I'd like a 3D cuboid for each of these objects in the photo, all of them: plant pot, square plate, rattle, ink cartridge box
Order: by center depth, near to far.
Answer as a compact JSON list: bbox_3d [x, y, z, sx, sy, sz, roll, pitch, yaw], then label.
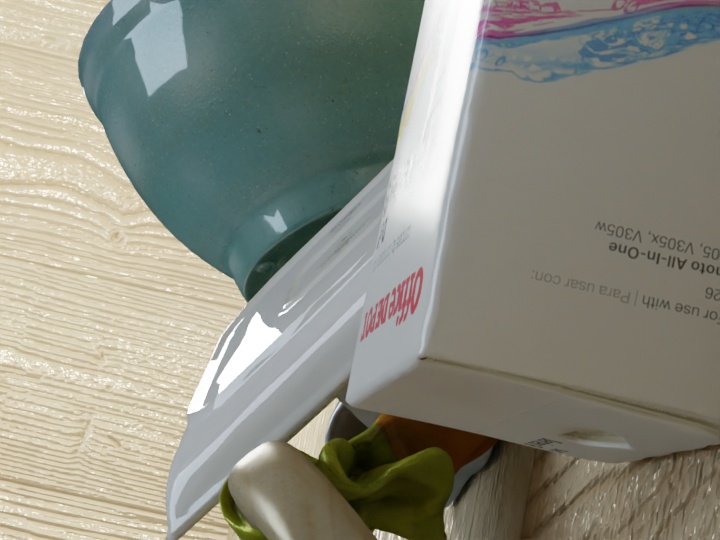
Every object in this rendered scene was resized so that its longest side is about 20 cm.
[{"bbox_3d":[0.062,-0.055,0.719,0.145,0.087,0.200,135,146,-81],"label":"ink cartridge box"},{"bbox_3d":[0.046,0.097,0.869,0.200,0.143,0.130,-154,44,-70],"label":"rattle"},{"bbox_3d":[0.000,0.000,1.022,0.200,0.028,0.198,-44,8,13],"label":"square plate"},{"bbox_3d":[-0.017,-0.061,1.245,0.200,0.200,0.134,111,144,-61],"label":"plant pot"}]

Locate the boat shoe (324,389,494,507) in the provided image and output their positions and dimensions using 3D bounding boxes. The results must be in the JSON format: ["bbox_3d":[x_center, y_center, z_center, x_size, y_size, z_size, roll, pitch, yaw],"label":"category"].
[{"bbox_3d":[0.020,0.043,1.076,0.200,0.070,0.071,114,168,-70],"label":"boat shoe"}]
